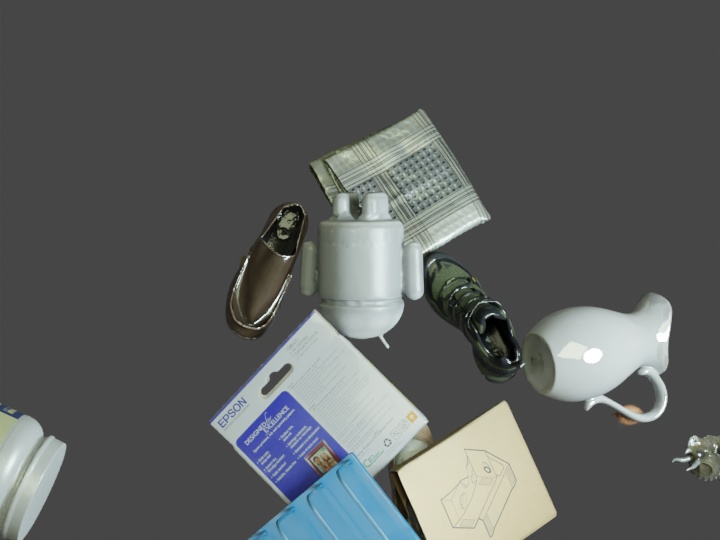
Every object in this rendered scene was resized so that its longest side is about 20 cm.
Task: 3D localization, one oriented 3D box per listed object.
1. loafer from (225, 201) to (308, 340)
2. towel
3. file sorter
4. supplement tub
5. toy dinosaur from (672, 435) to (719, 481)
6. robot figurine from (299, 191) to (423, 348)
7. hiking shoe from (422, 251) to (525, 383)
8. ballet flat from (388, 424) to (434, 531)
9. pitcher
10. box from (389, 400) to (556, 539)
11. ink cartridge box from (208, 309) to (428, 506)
[{"bbox_3d":[-0.123,-0.008,1.487,0.072,0.071,0.202,20,71,-4],"label":"loafer"},{"bbox_3d":[0.053,-0.108,1.570,0.199,0.035,0.194,-28,81,-16],"label":"towel"},{"bbox_3d":[-0.050,0.337,1.335,0.200,0.123,0.139,-40,84,4],"label":"file sorter"},{"bbox_3d":[-0.458,0.217,1.318,0.198,0.145,0.146,24,70,-3],"label":"supplement tub"},{"bbox_3d":[0.515,0.262,1.536,0.199,0.077,0.103,31,82,-5],"label":"toy dinosaur"},{"bbox_3d":[0.000,0.000,1.471,0.168,0.113,0.203,0,94,21],"label":"robot figurine"},{"bbox_3d":[0.154,0.050,1.506,0.075,0.101,0.201,-34,82,-19],"label":"hiking shoe"},{"bbox_3d":[0.070,0.276,1.440,0.067,0.067,0.203,3,73,-9],"label":"ballet flat"},{"bbox_3d":[0.321,0.129,1.515,0.198,0.121,0.174,-10,90,-25],"label":"pitcher"},{"bbox_3d":[0.144,0.280,1.432,0.199,0.021,0.165,-25,92,-33],"label":"box"},{"bbox_3d":[-0.052,0.189,1.431,0.200,0.047,0.198,44,89,7],"label":"ink cartridge box"}]
